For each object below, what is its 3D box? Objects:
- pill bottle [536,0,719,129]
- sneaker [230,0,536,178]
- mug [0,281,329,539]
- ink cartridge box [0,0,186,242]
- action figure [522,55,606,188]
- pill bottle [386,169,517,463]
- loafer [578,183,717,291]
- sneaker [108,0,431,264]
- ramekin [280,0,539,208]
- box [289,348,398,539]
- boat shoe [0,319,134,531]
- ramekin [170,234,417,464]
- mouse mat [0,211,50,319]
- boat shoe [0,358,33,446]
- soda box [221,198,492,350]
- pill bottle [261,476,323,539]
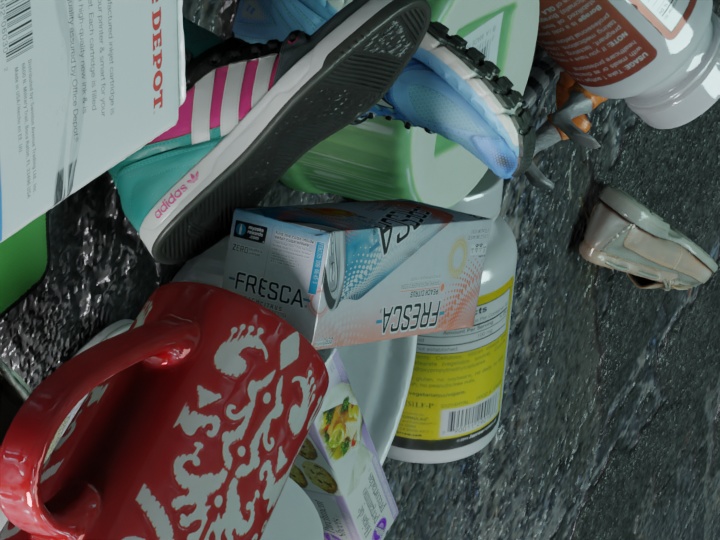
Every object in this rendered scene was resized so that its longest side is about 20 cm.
[{"bbox_3d":[0.158,-0.185,1.963,0.200,0.112,0.112,42,65,-30],"label":"pill bottle"},{"bbox_3d":[0.012,-0.108,1.715,0.090,0.200,0.078,-57,168,10],"label":"sneaker"},{"bbox_3d":[-0.102,0.107,1.533,0.178,0.133,0.200,102,15,-62],"label":"mug"},{"bbox_3d":[-0.172,-0.107,1.410,0.200,0.086,0.147,-40,137,-51],"label":"ink cartridge box"},{"bbox_3d":[0.166,-0.174,2.119,0.200,0.104,0.194,95,16,-70],"label":"action figure"},{"bbox_3d":[0.046,0.018,1.978,0.111,0.111,0.201,-40,143,-50],"label":"pill bottle"},{"bbox_3d":[0.229,-0.016,2.432,0.063,0.072,0.200,-54,151,4],"label":"loafer"},{"bbox_3d":[-0.066,-0.111,1.612,0.200,0.121,0.084,-41,157,6],"label":"sneaker"},{"bbox_3d":[0.030,-0.131,1.840,0.200,0.097,0.201,-47,148,-43],"label":"ramekin"},{"bbox_3d":[-0.020,0.102,1.720,0.039,0.041,0.200,-59,155,-23],"label":"box"},{"bbox_3d":[-0.157,0.122,1.664,0.202,0.065,0.075,-61,156,-21],"label":"boat shoe"},{"bbox_3d":[-0.057,0.070,1.798,0.200,0.105,0.201,-47,148,-42],"label":"ramekin"},{"bbox_3d":[-0.205,-0.040,1.506,0.161,0.008,0.201,-44,145,-46],"label":"mouse mat"},{"bbox_3d":[-0.210,0.052,1.479,0.071,0.063,0.200,-66,157,-7],"label":"boat shoe"},{"bbox_3d":[0.000,0.000,1.667,0.200,0.063,0.069,-7,108,-62],"label":"soda box"},{"bbox_3d":[-0.103,0.197,1.693,0.111,0.111,0.200,-37,167,-53],"label":"pill bottle"}]
